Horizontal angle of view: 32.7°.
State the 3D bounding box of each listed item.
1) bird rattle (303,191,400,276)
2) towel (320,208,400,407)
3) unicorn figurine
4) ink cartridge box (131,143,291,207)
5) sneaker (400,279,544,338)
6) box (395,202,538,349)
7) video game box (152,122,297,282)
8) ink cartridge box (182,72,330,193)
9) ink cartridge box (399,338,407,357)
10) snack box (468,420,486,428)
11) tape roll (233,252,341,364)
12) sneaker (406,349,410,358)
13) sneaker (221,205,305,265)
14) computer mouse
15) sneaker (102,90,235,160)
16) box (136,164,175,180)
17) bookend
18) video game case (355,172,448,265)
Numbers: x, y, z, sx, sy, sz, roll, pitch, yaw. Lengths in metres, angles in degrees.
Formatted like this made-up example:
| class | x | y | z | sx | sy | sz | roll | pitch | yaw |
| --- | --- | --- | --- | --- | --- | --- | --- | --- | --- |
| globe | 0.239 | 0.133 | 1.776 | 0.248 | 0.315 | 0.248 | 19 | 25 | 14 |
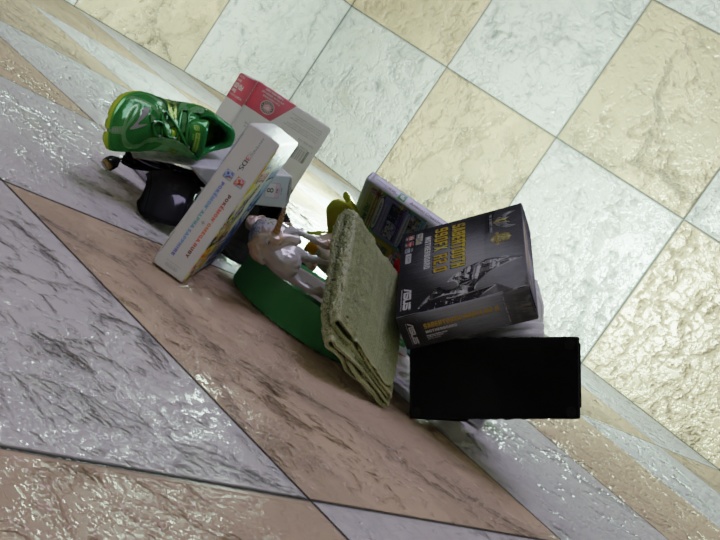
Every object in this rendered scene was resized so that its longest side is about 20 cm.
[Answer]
| class | x | y | z | sx | sy | sz | roll | pitch | yaw |
| --- | --- | --- | --- | --- | --- | --- | --- | --- | --- |
| bird rattle | 0.000 | 0.000 | 1.665 | 0.200 | 0.113 | 0.163 | 45 | 24 | 11 |
| towel | 0.002 | 0.040 | 1.387 | 0.149 | 0.036 | 0.201 | 56 | 29 | -39 |
| unicorn figurine | -0.084 | -0.023 | 1.411 | 0.137 | 0.074 | 0.200 | 25 | -3 | -28 |
| ink cartridge box | -0.203 | -0.131 | 1.561 | 0.199 | 0.057 | 0.163 | 1 | 19 | -20 |
| sneaker | 0.127 | 0.045 | 1.501 | 0.199 | 0.089 | 0.075 | -2 | -8 | 18 |
| box | 0.125 | 0.004 | 1.452 | 0.200 | 0.157 | 0.049 | -81 | 153 | -59 |
| video game box | -0.146 | -0.081 | 1.377 | 0.047 | 0.183 | 0.200 | 34 | 7 | -1 |
| ink cartridge box | -0.161 | -0.165 | 1.807 | 0.145 | 0.201 | 0.085 | 31 | 2 | -31 |
| ink cartridge box | 0.028 | 0.069 | 1.752 | 0.109 | 0.050 | 0.200 | 33 | 8 | -17 |
| snack box | 0.137 | 0.167 | 1.701 | 0.072 | 0.024 | 0.200 | 33 | 7 | -3 |
| tape roll | -0.060 | 0.044 | 1.496 | 0.200 | 0.048 | 0.200 | 35 | 6 | -4 |
| sneaker | 0.173 | 0.098 | 1.644 | 0.199 | 0.140 | 0.078 | 28 | 8 | -31 |
| sneaker | -0.117 | -0.041 | 1.628 | 0.076 | 0.091 | 0.200 | 33 | 4 | 27 |
| computer mouse | -0.263 | -0.120 | 1.549 | 0.140 | 0.046 | 0.200 | 19 | 20 | -4 |
| sneaker | -0.226 | -0.173 | 1.471 | 0.083 | 0.075 | 0.200 | 18 | 16 | 32 |
| box | -0.264 | -0.121 | 1.691 | 0.041 | 0.039 | 0.200 | 29 | 9 | -42 |
| bookend | 0.182 | 0.133 | 1.461 | 0.197 | 0.093 | 0.200 | -3 | -8 | 21 |
| video game case | 0.063 | -0.027 | 1.745 | 0.182 | 0.022 | 0.200 | 35 | -34 | 9 |
